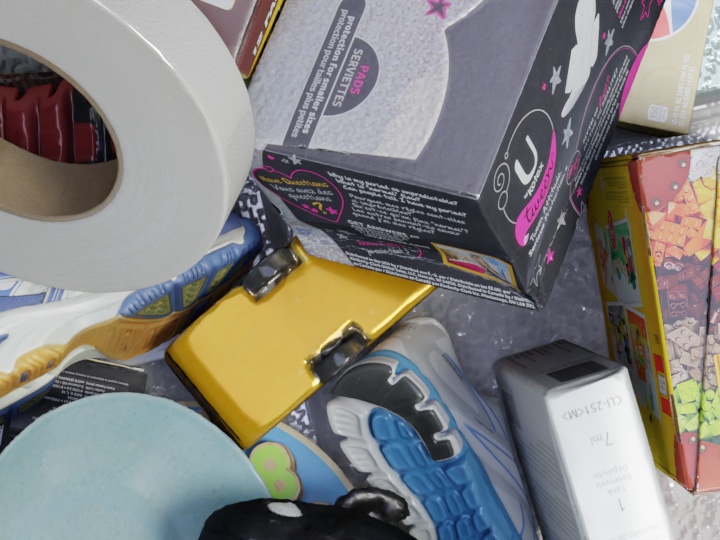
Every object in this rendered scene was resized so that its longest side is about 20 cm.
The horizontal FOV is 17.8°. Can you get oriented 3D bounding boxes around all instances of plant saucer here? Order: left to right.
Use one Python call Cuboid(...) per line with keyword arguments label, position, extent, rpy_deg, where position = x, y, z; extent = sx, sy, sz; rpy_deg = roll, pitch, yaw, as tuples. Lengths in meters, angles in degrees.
Cuboid(label="plant saucer", position=(-0.114, 0.158, 1.055), extent=(0.200, 0.039, 0.202), rpy_deg=(10, 75, -41))

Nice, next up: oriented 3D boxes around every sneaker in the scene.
Cuboid(label="sneaker", position=(-0.155, -0.063, 1.106), extent=(0.199, 0.098, 0.071), rpy_deg=(1, 94, 22))
Cuboid(label="sneaker", position=(-0.139, 0.001, 1.082), extent=(0.199, 0.075, 0.088), rpy_deg=(-25, 70, -33))
Cuboid(label="sneaker", position=(0.058, 0.110, 1.138), extent=(0.075, 0.087, 0.201), rpy_deg=(-10, 115, 30))

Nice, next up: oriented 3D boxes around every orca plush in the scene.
Cuboid(label="orca plush", position=(0.019, 0.170, 1.061), extent=(0.200, 0.071, 0.105), rpy_deg=(45, 77, -11))

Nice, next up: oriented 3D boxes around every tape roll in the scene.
Cuboid(label="tape roll", position=(-0.143, -0.072, 0.975), extent=(0.202, 0.203, 0.037), rpy_deg=(26, 52, -2))

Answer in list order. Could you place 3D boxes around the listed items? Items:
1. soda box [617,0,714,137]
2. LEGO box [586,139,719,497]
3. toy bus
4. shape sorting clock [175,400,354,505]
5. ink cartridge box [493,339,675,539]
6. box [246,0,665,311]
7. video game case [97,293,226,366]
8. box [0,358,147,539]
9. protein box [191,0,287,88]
Cuboid(label="soda box", position=(0.144, -0.170, 1.133), extent=(0.067, 0.064, 0.201), rpy_deg=(11, 92, -2))
Cuboid(label="LEGO box", position=(0.162, 0.015, 1.071), extent=(0.077, 0.200, 0.150), rpy_deg=(-9, 92, -1))
Cuboid(label="toy bus", position=(0.000, 0.000, 1.117), extent=(0.200, 0.078, 0.065), rpy_deg=(-40, 87, -9))
Cuboid(label="shape sorting clock", position=(-0.085, 0.163, 1.132), extent=(0.199, 0.039, 0.201), rpy_deg=(-1, 81, 4))
Cuboid(label="ink cartridge box", position=(0.113, 0.126, 1.073), extent=(0.043, 0.200, 0.175), rpy_deg=(-17, 92, -2))
Cuboid(label="box", position=(0.045, -0.106, 1.030), extent=(0.131, 0.115, 0.201), rpy_deg=(14, 69, 26))
Cuboid(label="video game case", position=(-0.174, -0.011, 1.150), extent=(0.199, 0.018, 0.144), rpy_deg=(-13, 93, -2))
Cuboid(label="box", position=(-0.212, 0.127, 1.079), extent=(0.199, 0.050, 0.200), rpy_deg=(12, 73, -14))
Cuboid(label="protein box", position=(-0.114, -0.180, 1.049), extent=(0.199, 0.199, 0.136), rpy_deg=(21, 91, 3))
